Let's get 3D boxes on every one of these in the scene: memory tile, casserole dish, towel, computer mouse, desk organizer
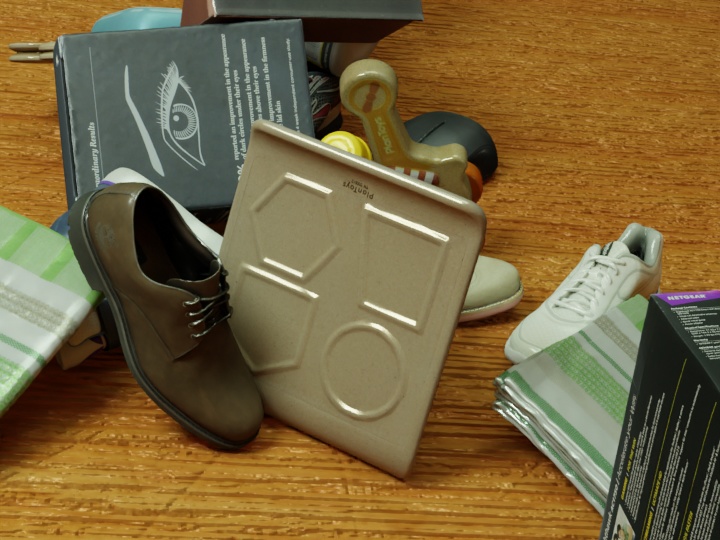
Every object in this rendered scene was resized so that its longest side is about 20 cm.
[{"bbox_3d":[-0.199,-0.192,1.429,0.199,0.017,0.152,-4,6,-43],"label":"memory tile"},{"bbox_3d":[-0.193,-0.226,1.532,0.120,0.039,0.200,-1,3,-24],"label":"casserole dish"},{"bbox_3d":[0.198,0.102,1.149,0.149,0.031,0.199,47,40,18],"label":"towel"},{"bbox_3d":[0.063,-0.102,1.461,0.137,0.053,0.200,23,33,24],"label":"computer mouse"},{"bbox_3d":[-0.271,0.042,1.072,0.148,0.031,0.200,25,54,21],"label":"towel"},{"bbox_3d":[-0.053,-0.232,1.326,0.198,0.073,0.077,-4,-7,-32],"label":"desk organizer"}]

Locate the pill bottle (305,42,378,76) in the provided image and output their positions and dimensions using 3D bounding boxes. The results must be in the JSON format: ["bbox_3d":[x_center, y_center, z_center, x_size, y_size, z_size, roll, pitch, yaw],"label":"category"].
[{"bbox_3d":[-0.072,-0.271,1.480,0.199,0.113,0.112,30,34,11],"label":"pill bottle"}]

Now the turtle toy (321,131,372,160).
[{"bbox_3d":[0.000,0.000,1.168,0.100,0.146,0.202,-28,70,10],"label":"turtle toy"}]

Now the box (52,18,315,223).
[{"bbox_3d":[-0.141,-0.114,1.286,0.198,0.150,0.104,-5,-4,-13],"label":"box"}]

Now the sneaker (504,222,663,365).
[{"bbox_3d":[0.178,0.023,1.253,0.075,0.082,0.199,27,36,25],"label":"sneaker"}]

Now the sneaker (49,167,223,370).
[{"bbox_3d":[-0.152,0.035,1.168,0.199,0.081,0.147,39,67,0],"label":"sneaker"}]

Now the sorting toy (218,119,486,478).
[{"bbox_3d":[-0.017,0.018,1.091,0.184,0.202,0.036,23,19,23],"label":"sorting toy"}]

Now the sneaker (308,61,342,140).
[{"bbox_3d":[-0.070,-0.146,1.478,0.080,0.075,0.200,14,31,10],"label":"sneaker"}]

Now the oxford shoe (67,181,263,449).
[{"bbox_3d":[-0.116,0.032,1.059,0.084,0.201,0.073,-14,22,46],"label":"oxford shoe"}]

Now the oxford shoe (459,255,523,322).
[{"bbox_3d":[0.036,-0.008,1.270,0.197,0.075,0.071,5,30,-7],"label":"oxford shoe"}]

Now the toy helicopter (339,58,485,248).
[{"bbox_3d":[0.020,-0.087,1.292,0.131,0.201,0.079,-11,44,13],"label":"toy helicopter"}]

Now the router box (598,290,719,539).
[{"bbox_3d":[0.200,0.135,0.944,0.050,0.202,0.150,-1,31,-13],"label":"router box"}]
